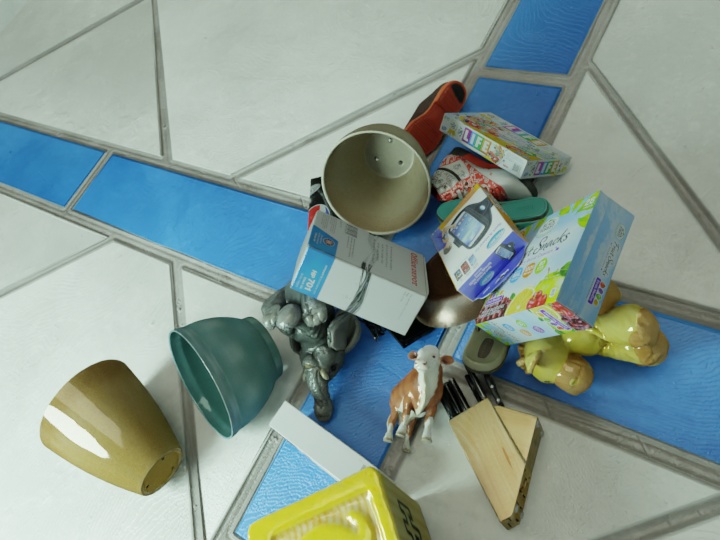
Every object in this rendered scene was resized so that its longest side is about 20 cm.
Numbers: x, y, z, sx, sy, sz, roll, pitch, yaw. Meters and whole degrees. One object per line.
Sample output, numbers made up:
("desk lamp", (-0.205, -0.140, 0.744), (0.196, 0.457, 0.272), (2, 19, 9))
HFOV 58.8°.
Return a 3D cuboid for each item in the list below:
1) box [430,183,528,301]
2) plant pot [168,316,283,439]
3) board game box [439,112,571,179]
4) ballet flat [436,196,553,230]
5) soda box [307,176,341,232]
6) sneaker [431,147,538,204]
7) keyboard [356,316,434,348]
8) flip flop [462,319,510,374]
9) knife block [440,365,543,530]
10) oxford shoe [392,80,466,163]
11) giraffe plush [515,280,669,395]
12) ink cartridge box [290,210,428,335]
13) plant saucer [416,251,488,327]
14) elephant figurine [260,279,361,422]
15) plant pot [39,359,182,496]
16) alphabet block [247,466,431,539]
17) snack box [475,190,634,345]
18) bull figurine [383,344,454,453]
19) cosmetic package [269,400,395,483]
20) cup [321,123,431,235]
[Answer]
("box", (0.178, -0.043, 0.973), (0.119, 0.041, 0.201), (-49, 23, 18))
("plant pot", (-0.215, 0.160, 1.080), (0.133, 0.202, 0.200), (-29, 47, -29))
("board game box", (0.255, -0.226, 1.131), (0.133, 0.035, 0.200), (-11, 40, -39))
("ballet flat", (0.228, -0.083, 1.085), (0.197, 0.071, 0.068), (0, 59, 28))
("soda box", (-0.060, -0.085, 1.216), (0.062, 0.071, 0.203), (-11, 57, 19))
("sneaker", (0.208, -0.139, 1.132), (0.108, 0.067, 0.201), (-49, 50, -8))
("keyboard", (0.034, 0.064, 1.115), (0.103, 0.040, 0.200), (-25, 49, -21))
("flip flop", (0.203, 0.074, 0.981), (0.080, 0.058, 0.201), (4, 37, 29))
("knife block", (0.165, 0.242, 0.919), (0.173, 0.064, 0.202), (9, 65, 30))
("oxford shoe", (0.129, -0.291, 1.273), (0.200, 0.071, 0.072), (-48, 25, -5))
("giraffe plush", (0.301, 0.099, 0.896), (0.162, 0.172, 0.200), (-46, 44, 1))
("ink cartridge box", (0.000, 0.000, 1.020), (0.147, 0.198, 0.087), (-84, 20, -64))
("plant saucer", (0.163, 0.006, 1.033), (0.199, 0.037, 0.202), (-28, 31, 18))
("elephant figurine", (-0.070, 0.115, 1.066), (0.154, 0.201, 0.141), (-36, 27, -7))
("plant pot", (-0.408, 0.287, 1.097), (0.199, 0.187, 0.187), (32, 76, 22))
("alphabet block", (-0.003, 0.399, 0.813), (0.193, 0.200, 0.198), (-28, 53, 6))
("snack box", (0.257, 0.004, 0.866), (0.067, 0.200, 0.170), (33, 70, -10))
("bull figurine", (0.080, 0.187, 0.922), (0.064, 0.201, 0.123), (17, 65, 1))
("cosmetic package", (-0.046, 0.281, 0.980), (0.199, 0.083, 0.051), (27, 76, 35))
("cup", (0.042, -0.189, 1.179), (0.197, 0.203, 0.144), (-6, 32, 21))
